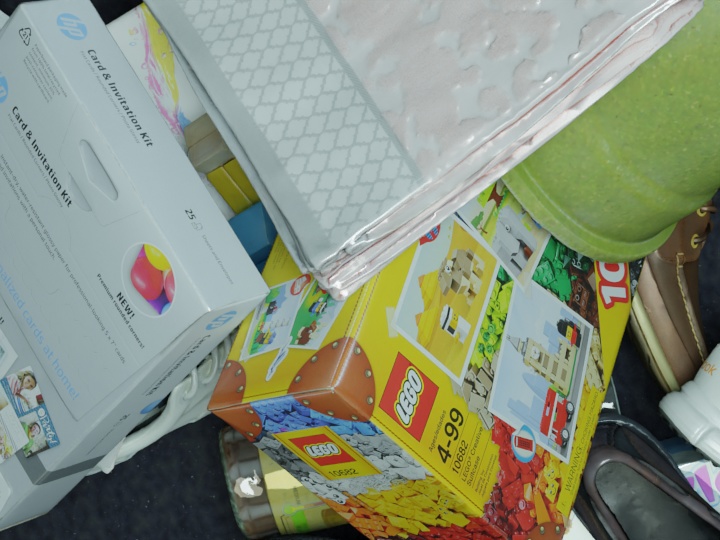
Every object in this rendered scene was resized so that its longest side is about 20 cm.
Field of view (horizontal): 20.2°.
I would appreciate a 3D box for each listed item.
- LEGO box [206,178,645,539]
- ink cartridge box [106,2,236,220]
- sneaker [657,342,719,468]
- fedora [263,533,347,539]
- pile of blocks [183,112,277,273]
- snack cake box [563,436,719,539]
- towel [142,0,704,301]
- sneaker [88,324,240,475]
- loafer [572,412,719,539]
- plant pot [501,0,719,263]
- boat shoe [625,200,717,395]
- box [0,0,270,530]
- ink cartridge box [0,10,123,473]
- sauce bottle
[{"bbox_3d":[0.038,0.013,0.877,0.149,0.077,0.200,42,53,-32],"label":"LEGO box"},{"bbox_3d":[-0.069,-0.086,1.000,0.200,0.067,0.117,-31,93,4],"label":"ink cartridge box"},{"bbox_3d":[0.240,0.098,0.943,0.200,0.074,0.080,37,92,-2],"label":"sneaker"},{"bbox_3d":[0.007,0.181,0.980,0.200,0.201,0.092,16,80,0],"label":"fedora"},{"bbox_3d":[0.000,0.000,0.935,0.062,0.082,0.200,-30,112,36],"label":"pile of blocks"},{"bbox_3d":[0.175,0.143,1.017,0.200,0.067,0.115,-14,96,2],"label":"snack cake box"},{"bbox_3d":[0.013,-0.117,0.813,0.191,0.032,0.200,-39,58,10],"label":"towel"},{"bbox_3d":[-0.082,0.043,1.011,0.200,0.071,0.073,-38,94,5],"label":"sneaker"},{"bbox_3d":[0.167,0.153,0.953,0.072,0.063,0.200,-44,92,5],"label":"loafer"},{"bbox_3d":[0.159,-0.123,0.851,0.184,0.200,0.200,-20,96,34],"label":"plant pot"},{"bbox_3d":[0.145,-0.027,0.999,0.068,0.072,0.200,-20,92,4],"label":"boat shoe"},{"bbox_3d":[-0.143,0.002,0.883,0.200,0.041,0.156,-45,72,41],"label":"box"},{"bbox_3d":[-0.160,-0.024,0.957,0.200,0.050,0.161,36,128,12],"label":"ink cartridge box"},{"bbox_3d":[0.031,0.087,1.016,0.200,0.065,0.065,-12,95,4],"label":"sauce bottle"}]
